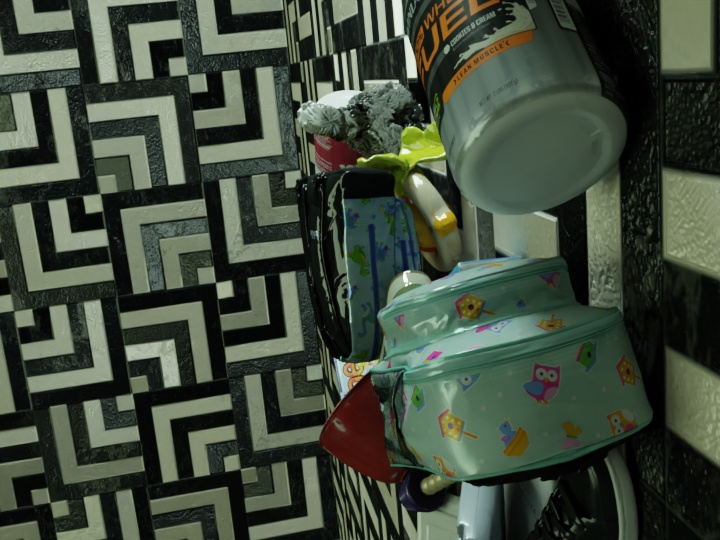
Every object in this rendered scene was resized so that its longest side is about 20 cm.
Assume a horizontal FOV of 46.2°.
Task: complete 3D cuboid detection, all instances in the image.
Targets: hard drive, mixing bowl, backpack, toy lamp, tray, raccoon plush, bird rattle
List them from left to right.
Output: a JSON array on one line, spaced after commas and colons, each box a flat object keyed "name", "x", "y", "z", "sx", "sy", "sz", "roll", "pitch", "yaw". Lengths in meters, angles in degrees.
[{"name": "raccoon plush", "x": -0.010, "y": -0.189, "z": 1.095, "sx": 0.133, "sy": 0.196, "sz": 0.099, "roll": -10, "pitch": 69, "yaw": 61}, {"name": "backpack", "x": 0.000, "y": 0.000, "z": 0.927, "sx": 0.162, "sy": 0.151, "sz": 0.205, "roll": 177, "pitch": 97, "yaw": -66}, {"name": "mixing bowl", "x": 0.053, "y": 0.198, "z": 1.085, "sx": 0.108, "sy": 0.198, "sz": 0.202, "roll": 46, "pitch": 155, "yaw": 23}, {"name": "bird rattle", "x": 0.064, "y": -0.066, "z": 1.004, "sx": 0.164, "sy": 0.111, "sz": 0.202, "roll": 58, "pitch": 162, "yaw": 31}, {"name": "toy lamp", "x": 0.100, "y": 0.241, "z": 0.984, "sx": 0.200, "sy": 0.057, "sz": 0.059, "roll": 132, "pitch": 132, "yaw": -56}, {"name": "tray", "x": 0.115, "y": 0.328, "z": 1.007, "sx": 0.199, "sy": 0.022, "sz": 0.110, "roll": 172, "pitch": 98, "yaw": -65}, {"name": "backpack", "x": 0.103, "y": 0.073, "z": 0.605, "sx": 0.200, "sy": 0.172, "sz": 0.157, "roll": -178, "pitch": 77, "yaw": -77}, {"name": "hard drive", "x": 0.165, "y": 0.243, "z": 0.813, "sx": 0.132, "sy": 0.025, "sz": 0.204, "roll": -116, "pitch": 21, "yaw": -66}]

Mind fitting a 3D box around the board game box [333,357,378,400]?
[{"name": "board game box", "x": 0.027, "y": 0.150, "z": 1.281, "sx": 0.035, "sy": 0.132, "sz": 0.204, "roll": 89, "pitch": 169, "yaw": -60}]

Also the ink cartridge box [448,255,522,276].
[{"name": "ink cartridge box", "x": 0.117, "y": 0.071, "z": 0.851, "sx": 0.200, "sy": 0.065, "sz": 0.119, "roll": 113, "pitch": 148, "yaw": -73}]

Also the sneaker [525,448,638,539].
[{"name": "sneaker", "x": 0.144, "y": 0.222, "z": 0.654, "sx": 0.073, "sy": 0.109, "sz": 0.204, "roll": -113, "pitch": 18, "yaw": -57}]

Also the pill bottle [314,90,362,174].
[{"name": "pill bottle", "x": -0.020, "y": -0.182, "z": 1.392, "sx": 0.114, "sy": 0.110, "sz": 0.203, "roll": -107, "pitch": 12, "yaw": -46}]

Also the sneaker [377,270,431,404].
[{"name": "sneaker", "x": 0.053, "y": 0.110, "z": 0.855, "sx": 0.090, "sy": 0.065, "sz": 0.204, "roll": -103, "pitch": 11, "yaw": -62}]

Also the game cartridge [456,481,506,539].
[{"name": "game cartridge", "x": 0.117, "y": 0.278, "z": 0.796, "sx": 0.134, "sy": 0.041, "sz": 0.204, "roll": -61, "pitch": -31, "yaw": -56}]

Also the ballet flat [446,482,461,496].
[{"name": "ballet flat", "x": 0.113, "y": 0.315, "z": 1.123, "sx": 0.202, "sy": 0.068, "sz": 0.071, "roll": -109, "pitch": 14, "yaw": -48}]

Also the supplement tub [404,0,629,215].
[{"name": "supplement tub", "x": 0.100, "y": -0.152, "z": 0.595, "sx": 0.124, "sy": 0.120, "sz": 0.203, "roll": 95, "pitch": 164, "yaw": -56}]
